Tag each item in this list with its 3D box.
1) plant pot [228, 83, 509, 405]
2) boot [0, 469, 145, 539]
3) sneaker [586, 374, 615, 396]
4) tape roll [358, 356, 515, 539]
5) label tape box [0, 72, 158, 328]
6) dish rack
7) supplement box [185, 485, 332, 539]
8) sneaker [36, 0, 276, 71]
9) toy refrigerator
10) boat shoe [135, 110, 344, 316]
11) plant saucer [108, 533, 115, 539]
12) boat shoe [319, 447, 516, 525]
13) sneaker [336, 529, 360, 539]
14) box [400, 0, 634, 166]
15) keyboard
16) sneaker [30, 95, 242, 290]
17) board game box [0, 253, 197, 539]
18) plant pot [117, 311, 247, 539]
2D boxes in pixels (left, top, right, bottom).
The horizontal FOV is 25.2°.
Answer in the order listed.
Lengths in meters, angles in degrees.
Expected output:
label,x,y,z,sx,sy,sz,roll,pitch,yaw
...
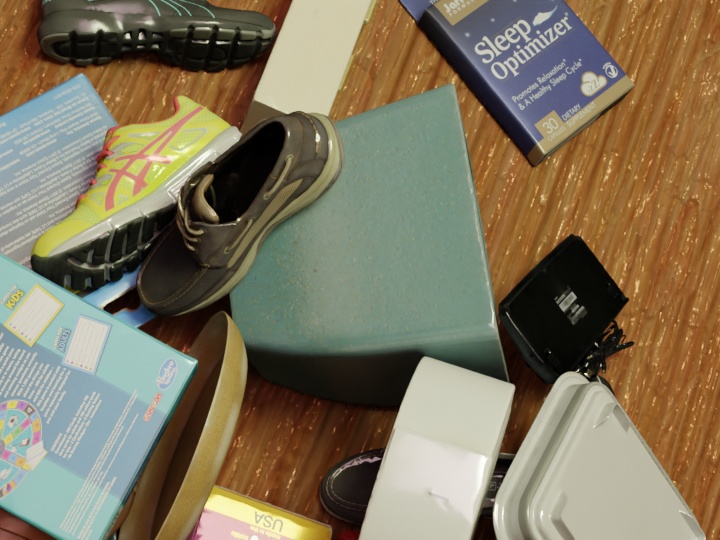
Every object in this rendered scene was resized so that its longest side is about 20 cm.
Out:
label,x,y,z,sx,sy,sz,roll,pitch,yaw
plant pot,0.000,0.000,1.234,0.197,0.196,0.199,-11,72,4
boot,-0.258,0.134,1.157,0.199,0.077,0.156,33,69,-9
sneaker,0.198,0.185,1.294,0.089,0.070,0.202,25,53,-37
tape roll,0.048,0.165,1.117,0.070,0.203,0.204,17,66,8
label tape box,-0.225,-0.032,1.252,0.143,0.063,0.201,-31,81,-24
dish rack,0.189,0.192,1.193,0.201,0.043,0.172,54,46,-22
supplement box,-0.103,0.271,1.136,0.102,0.131,0.202,20,67,-9
sneaker,-0.167,-0.216,1.330,0.197,0.076,0.080,2,67,-15
toy refrigerator,-0.033,-0.198,1.359,0.069,0.076,0.202,22,66,-6
boat shoe,-0.101,-0.046,1.155,0.073,0.200,0.075,18,33,-53
plant saucer,-0.279,0.197,1.173,0.197,0.027,0.203,5,69,-14
boat shoe,0.067,0.162,1.243,0.197,0.057,0.068,2,61,0
sneaker,-0.016,0.286,1.193,0.084,0.077,0.202,19,56,-2
box,0.137,-0.205,1.432,0.121,0.032,0.201,-36,82,-23
keyboard,0.163,0.045,1.301,0.105,0.040,0.200,53,32,1
sneaker,-0.176,-0.062,1.208,0.199,0.078,0.090,-37,75,-31
board game box,-0.234,0.084,1.110,0.198,0.047,0.152,29,76,0
plant pot,-0.124,0.128,1.147,0.027,0.200,0.202,23,66,-13
